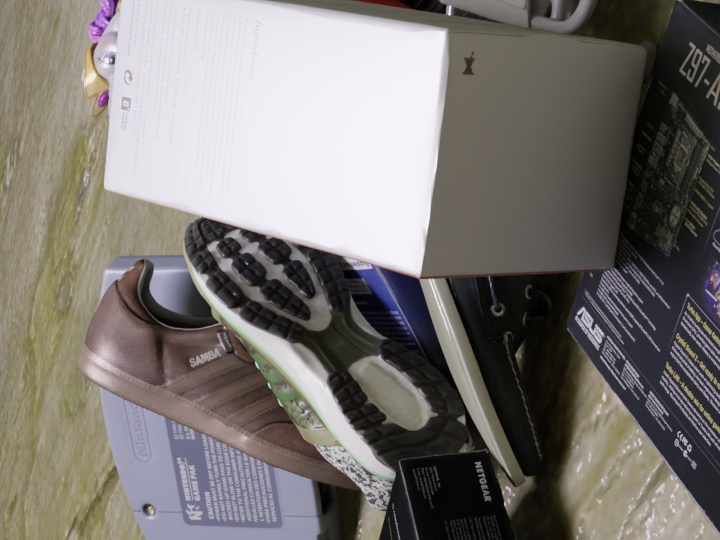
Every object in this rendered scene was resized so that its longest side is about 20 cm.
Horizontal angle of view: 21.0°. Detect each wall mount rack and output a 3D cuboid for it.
[{"bbox_3d":[0.094,-0.178,0.900,0.200,0.074,0.174,-143,56,-63],"label":"wall mount rack"}]

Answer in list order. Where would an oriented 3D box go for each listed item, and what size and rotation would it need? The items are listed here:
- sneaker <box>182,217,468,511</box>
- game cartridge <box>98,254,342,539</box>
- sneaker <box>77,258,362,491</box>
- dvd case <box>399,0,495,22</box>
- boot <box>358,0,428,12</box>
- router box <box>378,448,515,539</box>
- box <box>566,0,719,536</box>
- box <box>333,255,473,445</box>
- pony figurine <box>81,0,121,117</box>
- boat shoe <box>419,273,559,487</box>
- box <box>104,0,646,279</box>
[{"bbox_3d":[-0.032,0.051,1.014,0.200,0.077,0.089,49,143,25],"label":"sneaker"},{"bbox_3d":[-0.088,0.085,1.155,0.042,0.133,0.200,-43,-50,-58],"label":"game cartridge"},{"bbox_3d":[-0.056,0.060,1.075,0.070,0.200,0.076,-64,-4,-85],"label":"sneaker"},{"bbox_3d":[0.051,-0.103,1.051,0.149,0.016,0.200,140,130,-58],"label":"dvd case"},{"bbox_3d":[0.009,-0.131,1.050,0.200,0.144,0.073,-42,-31,-68],"label":"boot"},{"bbox_3d":[0.050,0.209,0.927,0.149,0.051,0.200,102,159,-52],"label":"router box"},{"bbox_3d":[0.158,0.008,0.748,0.200,0.043,0.161,-122,42,-54],"label":"box"},{"bbox_3d":[0.000,0.000,1.048,0.200,0.032,0.121,61,160,-11],"label":"box"},{"bbox_3d":[-0.172,-0.238,1.458,0.200,0.166,0.193,-50,48,31],"label":"pony figurine"},{"bbox_3d":[0.062,0.003,0.942,0.075,0.066,0.200,116,133,-84],"label":"boat shoe"},{"bbox_3d":[0.002,-0.065,0.831,0.200,0.124,0.098,16,103,44],"label":"box"}]
